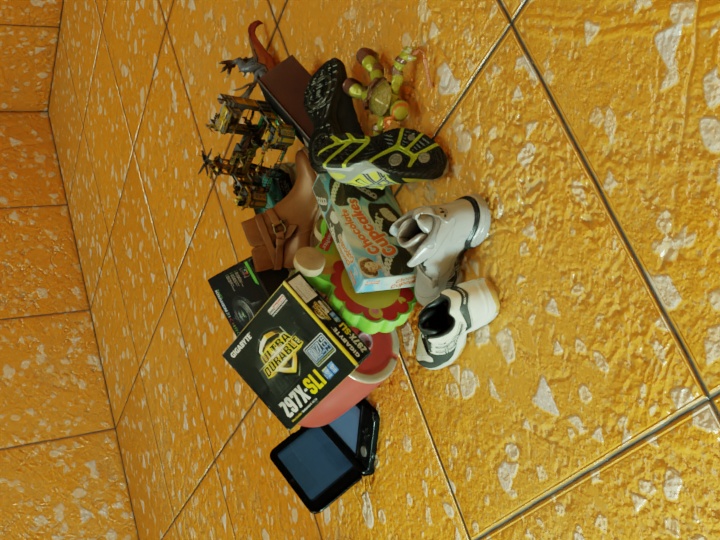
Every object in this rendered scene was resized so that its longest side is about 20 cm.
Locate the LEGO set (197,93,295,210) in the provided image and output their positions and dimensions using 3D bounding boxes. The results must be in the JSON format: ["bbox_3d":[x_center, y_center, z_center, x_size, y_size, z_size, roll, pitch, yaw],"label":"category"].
[{"bbox_3d":[-0.211,-0.206,1.485,0.201,0.115,0.154,-55,48,35],"label":"LEGO set"}]

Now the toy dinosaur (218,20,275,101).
[{"bbox_3d":[-0.184,-0.372,1.633,0.181,0.105,0.202,21,102,36],"label":"toy dinosaur"}]

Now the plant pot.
[{"bbox_3d":[-0.044,0.133,1.380,0.177,0.199,0.202,-30,69,47],"label":"plant pot"}]

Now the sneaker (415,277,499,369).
[{"bbox_3d":[0.106,0.074,1.181,0.076,0.087,0.200,66,148,26],"label":"sneaker"}]

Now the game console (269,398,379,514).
[{"bbox_3d":[-0.067,0.287,1.503,0.200,0.115,0.178,36,126,53],"label":"game console"}]

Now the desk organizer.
[{"bbox_3d":[-0.087,-0.269,1.476,0.200,0.077,0.072,50,172,23],"label":"desk organizer"}]

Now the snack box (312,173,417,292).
[{"bbox_3d":[0.014,-0.062,1.293,0.037,0.115,0.201,-59,46,47],"label":"snack box"}]

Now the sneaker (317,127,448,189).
[{"bbox_3d":[0.039,-0.156,1.246,0.198,0.076,0.076,10,68,29],"label":"sneaker"}]

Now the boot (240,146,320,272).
[{"bbox_3d":[-0.131,-0.101,1.485,0.077,0.154,0.202,-121,18,-78],"label":"boot"}]

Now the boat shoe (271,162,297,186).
[{"bbox_3d":[-0.151,-0.171,1.624,0.200,0.062,0.074,-12,85,61],"label":"boat shoe"}]

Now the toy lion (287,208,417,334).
[{"bbox_3d":[0.000,0.000,1.298,0.069,0.190,0.201,113,180,-45],"label":"toy lion"}]

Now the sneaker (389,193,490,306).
[{"bbox_3d":[0.088,-0.022,1.167,0.075,0.114,0.201,64,145,33],"label":"sneaker"}]

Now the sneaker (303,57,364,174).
[{"bbox_3d":[-0.037,-0.238,1.374,0.076,0.090,0.202,-12,72,41],"label":"sneaker"}]

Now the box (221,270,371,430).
[{"bbox_3d":[-0.098,0.122,1.270,0.160,0.049,0.200,47,128,3],"label":"box"}]

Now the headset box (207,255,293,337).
[{"bbox_3d":[-0.170,0.055,1.601,0.199,0.092,0.175,-19,100,54],"label":"headset box"}]

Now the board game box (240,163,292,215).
[{"bbox_3d":[-0.151,-0.093,1.594,0.135,0.028,0.202,21,133,50],"label":"board game box"}]

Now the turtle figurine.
[{"bbox_3d":[0.029,-0.253,1.284,0.161,0.064,0.201,51,138,45],"label":"turtle figurine"}]
